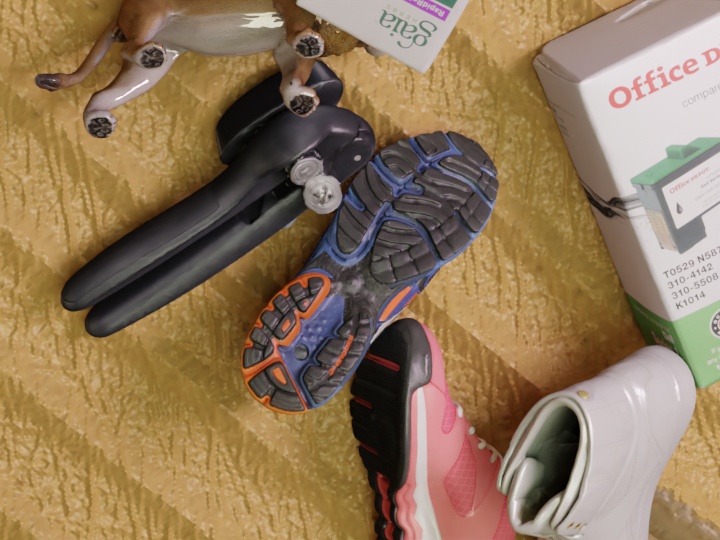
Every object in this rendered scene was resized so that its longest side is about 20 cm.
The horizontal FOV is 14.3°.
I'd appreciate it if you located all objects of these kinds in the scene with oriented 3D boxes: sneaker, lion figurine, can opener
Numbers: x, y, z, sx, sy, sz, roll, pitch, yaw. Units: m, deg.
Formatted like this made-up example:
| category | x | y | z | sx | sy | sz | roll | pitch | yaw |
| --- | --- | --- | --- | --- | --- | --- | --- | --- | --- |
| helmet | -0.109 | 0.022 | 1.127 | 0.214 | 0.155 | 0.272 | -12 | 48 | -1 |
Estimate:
| category | x | y | z | sx | sy | sz | roll | pitch | yaw |
| --- | --- | --- | --- | --- | --- | --- | --- | --- | --- |
| sneaker | 0.000 | 0.000 | 1.613 | 0.075 | 0.078 | 0.200 | 44 | 75 | 1 |
| sneaker | 0.050 | 0.116 | 1.662 | 0.086 | 0.074 | 0.201 | -15 | 112 | -23 |
| lion figurine | -0.071 | -0.133 | 1.550 | 0.199 | 0.123 | 0.073 | 0 | 128 | 0 |
| can opener | -0.077 | -0.029 | 1.590 | 0.200 | 0.079 | 0.063 | -41 | 126 | 7 |
| sneaker | 0.112 | 0.140 | 1.634 | 0.115 | 0.074 | 0.201 | -17 | 131 | -46 |

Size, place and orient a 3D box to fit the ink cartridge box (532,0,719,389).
| category | x | y | z | sx | sy | sz | roll | pitch | yaw |
| --- | --- | --- | --- | --- | --- | --- | --- | --- | --- |
| ink cartridge box | 0.205 | -0.059 | 1.636 | 0.145 | 0.084 | 0.201 | -27 | 109 | -6 |

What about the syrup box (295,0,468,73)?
| category | x | y | z | sx | sy | sz | roll | pitch | yaw |
| --- | --- | --- | --- | --- | --- | --- | --- | --- | --- |
| syrup box | 0.048 | -0.205 | 1.454 | 0.078 | 0.082 | 0.200 | 28 | 127 | -5 |
